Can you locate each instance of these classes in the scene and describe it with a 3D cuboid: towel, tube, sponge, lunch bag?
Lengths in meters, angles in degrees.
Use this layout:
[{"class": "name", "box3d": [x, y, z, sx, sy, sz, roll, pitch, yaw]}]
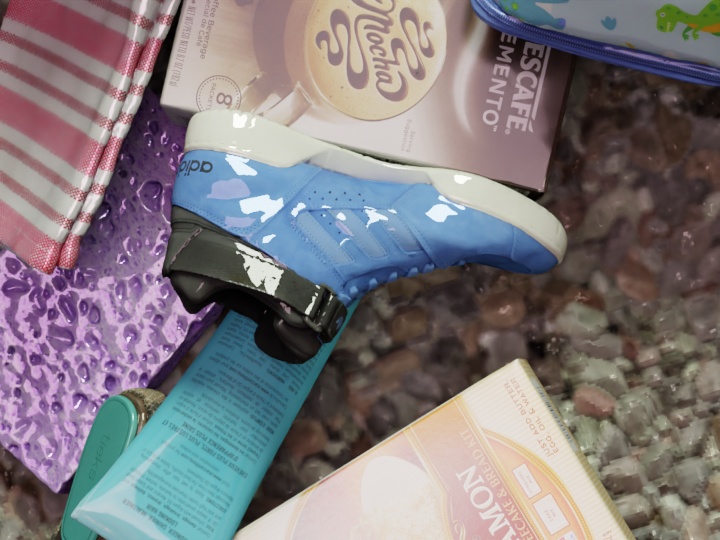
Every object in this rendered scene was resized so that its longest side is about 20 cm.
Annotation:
[{"class": "towel", "box3d": [-0.156, -0.108, 1.117, 0.146, 0.030, 0.201, 26, 95, 52]}, {"class": "tube", "box3d": [-0.061, 0.063, 1.094, 0.077, 0.050, 0.200, 31, 69, 3]}, {"class": "sponge", "box3d": [-0.138, 0.011, 1.155, 0.111, 0.030, 0.200, 41, 92, 9]}, {"class": "lunch bag", "box3d": [0.139, -0.182, 1.049, 0.160, 0.083, 0.200, 13, 44, 2]}]

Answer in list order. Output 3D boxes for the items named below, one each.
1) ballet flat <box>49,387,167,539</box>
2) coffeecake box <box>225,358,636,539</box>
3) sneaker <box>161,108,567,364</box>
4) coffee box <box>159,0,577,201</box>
[{"class": "ballet flat", "box3d": [-0.138, 0.158, 1.127, 0.068, 0.075, 0.201, 31, 93, 50]}, {"class": "coffeecake box", "box3d": [0.038, 0.162, 1.098, 0.200, 0.073, 0.154, -32, 83, 6]}, {"class": "sneaker", "box3d": [0.000, 0.000, 1.062, 0.199, 0.077, 0.112, 16, 77, -13]}, {"class": "coffee box", "box3d": [0.009, -0.111, 1.103, 0.199, 0.080, 0.114, 13, 87, 1]}]
